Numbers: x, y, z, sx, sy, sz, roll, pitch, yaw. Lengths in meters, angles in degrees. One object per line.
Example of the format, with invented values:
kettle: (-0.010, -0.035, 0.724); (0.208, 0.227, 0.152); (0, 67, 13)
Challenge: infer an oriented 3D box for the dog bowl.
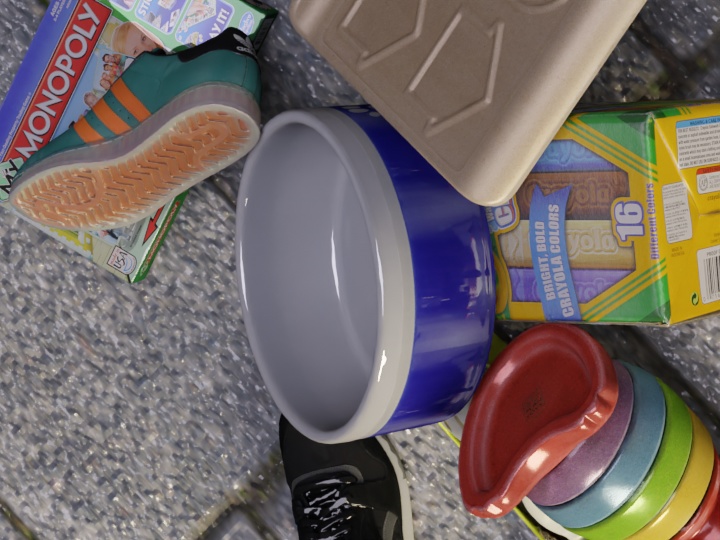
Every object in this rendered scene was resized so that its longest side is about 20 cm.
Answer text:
dog bowl: (0.000, 0.000, 1.569); (0.078, 0.200, 0.201); (-7, 98, -26)

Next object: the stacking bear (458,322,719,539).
stacking bear: (0.168, 0.123, 1.559); (0.200, 0.114, 0.121); (33, 116, -27)

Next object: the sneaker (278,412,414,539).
sneaker: (-0.005, 0.176, 1.650); (0.075, 0.088, 0.201); (-19, 92, 18)

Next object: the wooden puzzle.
wooden puzzle: (0.070, -0.162, 1.503); (0.200, 0.046, 0.186); (45, 109, 33)

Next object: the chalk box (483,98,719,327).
chalk box: (0.134, -0.038, 1.545); (0.199, 0.124, 0.125); (2, 100, 43)

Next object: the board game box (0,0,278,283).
board game box: (-0.156, -0.111, 1.684); (0.134, 0.029, 0.201); (30, 104, 9)

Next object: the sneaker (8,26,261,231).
sneaker: (-0.138, -0.089, 1.637); (0.199, 0.080, 0.071); (-22, 135, 32)

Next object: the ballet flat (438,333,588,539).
ballet flat: (0.094, 0.106, 1.623); (0.067, 0.067, 0.200); (-41, 85, 18)
